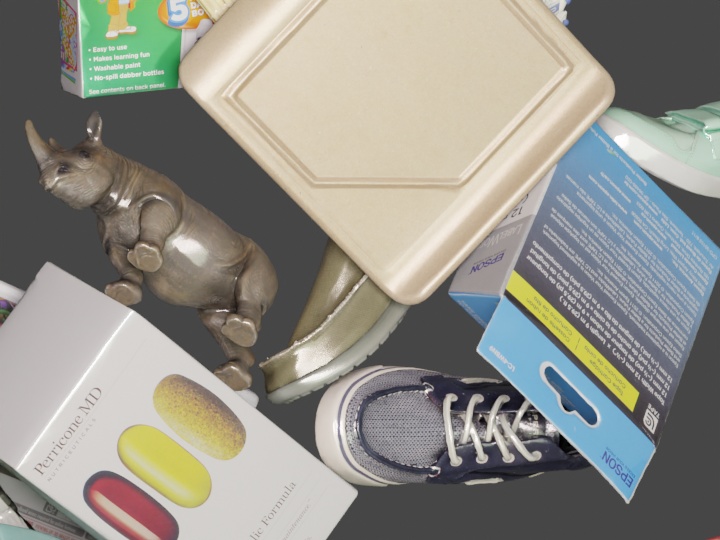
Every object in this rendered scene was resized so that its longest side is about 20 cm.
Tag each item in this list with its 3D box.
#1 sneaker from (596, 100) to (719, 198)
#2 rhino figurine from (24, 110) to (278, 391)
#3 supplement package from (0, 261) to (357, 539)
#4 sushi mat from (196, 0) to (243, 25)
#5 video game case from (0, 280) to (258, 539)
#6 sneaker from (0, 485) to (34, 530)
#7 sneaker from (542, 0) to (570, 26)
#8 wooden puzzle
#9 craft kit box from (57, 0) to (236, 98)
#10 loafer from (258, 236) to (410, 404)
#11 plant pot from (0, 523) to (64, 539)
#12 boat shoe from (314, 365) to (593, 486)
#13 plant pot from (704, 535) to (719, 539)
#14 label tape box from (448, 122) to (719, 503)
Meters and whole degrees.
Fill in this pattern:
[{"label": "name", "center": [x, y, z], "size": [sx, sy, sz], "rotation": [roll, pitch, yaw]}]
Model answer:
[{"label": "sneaker", "center": [0.232, -0.105, 1.834], "size": [0.200, 0.074, 0.119], "rotation": [12, 101, -33]}, {"label": "rhino figurine", "center": [-0.123, -0.022, 1.701], "size": [0.060, 0.088, 0.200], "rotation": [-34, 118, 30]}, {"label": "supplement package", "center": [-0.120, 0.104, 1.669], "size": [0.200, 0.109, 0.114], "rotation": [40, 81, -35]}, {"label": "sushi mat", "center": [-0.052, -0.177, 1.685], "size": [0.096, 0.012, 0.200], "rotation": [-43, 114, -9]}, {"label": "video game case", "center": [-0.182, 0.119, 1.736], "size": [0.199, 0.023, 0.183], "rotation": [25, 92, -25]}, {"label": "sneaker", "center": [-0.237, 0.152, 1.666], "size": [0.090, 0.078, 0.200], "rotation": [-38, 113, -8]}, {"label": "sneaker", "center": [0.095, -0.159, 1.765], "size": [0.088, 0.075, 0.200], "rotation": [32, 98, -21]}, {"label": "wooden puzzle", "center": [0.021, -0.110, 1.699], "size": [0.185, 0.037, 0.200], "rotation": [-46, 105, -4]}, {"label": "craft kit box", "center": [-0.078, -0.207, 1.698], "size": [0.199, 0.048, 0.199], "rotation": [-8, 102, -22]}, {"label": "loafer", "center": [0.000, 0.000, 1.757], "size": [0.070, 0.075, 0.200], "rotation": [46, 63, -7]}, {"label": "plant pot", "center": [-0.163, 0.240, 1.632], "size": [0.141, 0.142, 0.200], "rotation": [-40, 128, 6]}, {"label": "boat shoe", "center": [0.066, 0.091, 1.756], "size": [0.199, 0.092, 0.075], "rotation": [0, 85, -51]}, {"label": "plant pot", "center": [0.202, 0.278, 1.841], "size": [0.182, 0.200, 0.202], "rotation": [-15, 107, -13]}, {"label": "label tape box", "center": [0.126, 0.024, 1.739], "size": [0.143, 0.066, 0.201], "rotation": [43, 50, -23]}]
